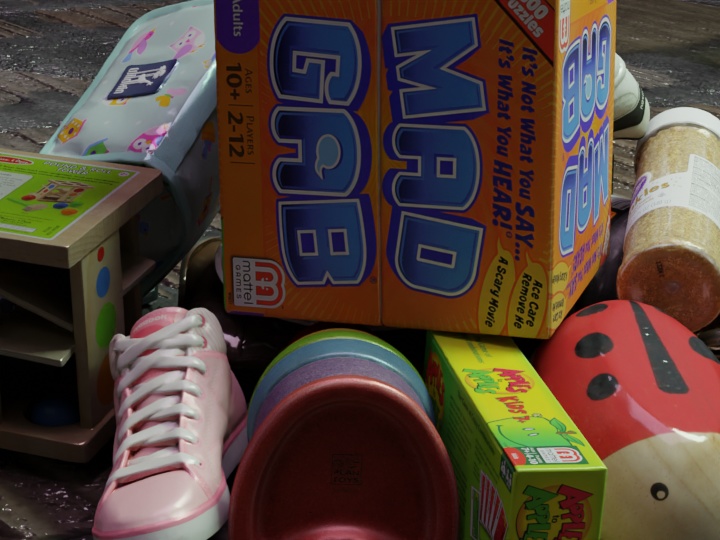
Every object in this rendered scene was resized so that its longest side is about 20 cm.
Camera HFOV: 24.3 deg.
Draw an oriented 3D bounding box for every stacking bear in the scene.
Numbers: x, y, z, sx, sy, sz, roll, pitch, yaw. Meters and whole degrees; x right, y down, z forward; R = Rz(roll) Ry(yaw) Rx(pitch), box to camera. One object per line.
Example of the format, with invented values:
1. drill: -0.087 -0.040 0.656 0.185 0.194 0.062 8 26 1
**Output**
1. stacking bear: -0.012 0.085 0.961 0.121 0.114 0.200 2 13 -4

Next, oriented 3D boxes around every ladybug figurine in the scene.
1. ladybug figurine: 0.160 0.080 0.945 0.135 0.072 0.200 2 35 -15

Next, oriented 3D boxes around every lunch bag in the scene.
1. lunch bag: -0.140 -0.083 1.138 0.122 0.200 0.171 34 54 -8

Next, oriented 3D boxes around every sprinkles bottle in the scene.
1. sprinkles bottle: 0.207 -0.036 1.086 0.068 0.068 0.200 6 31 10

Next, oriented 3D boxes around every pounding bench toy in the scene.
1. pounding bench toy: -0.233 0.020 1.023 0.200 0.156 0.124 9 26 17

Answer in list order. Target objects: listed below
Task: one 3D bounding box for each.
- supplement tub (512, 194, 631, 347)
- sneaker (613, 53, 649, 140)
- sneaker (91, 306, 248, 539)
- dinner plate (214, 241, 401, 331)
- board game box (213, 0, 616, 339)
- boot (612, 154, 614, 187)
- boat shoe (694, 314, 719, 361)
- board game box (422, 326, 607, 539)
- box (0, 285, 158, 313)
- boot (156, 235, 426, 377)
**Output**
1. supplement tub: 0.154 0.000 1.214 0.200 0.123 0.122 20 25 41
2. sneaker: 0.112 -0.079 1.169 0.200 0.088 0.076 -29 37 33
3. sneaker: -0.112 0.082 0.922 0.075 0.105 0.200 -14 13 11
4. dinner plate: 0.000 0.000 1.152 0.200 0.024 0.200 0 26 0
5. board game box: 0.041 -0.088 1.026 0.199 0.200 0.200 4 15 17
6. boot: 0.132 -0.065 1.480 0.158 0.080 0.211 11 20 23
7. boat shoe: 0.223 0.070 1.059 0.072 0.068 0.200 -3 28 18
8. board game box: 0.075 0.110 0.895 0.048 0.102 0.200 1 18 -11
9. box: -0.271 0.007 1.234 0.157 0.051 0.200 14 21 32
10. boot: -0.034 0.036 1.167 0.200 0.064 0.186 4 28 8
